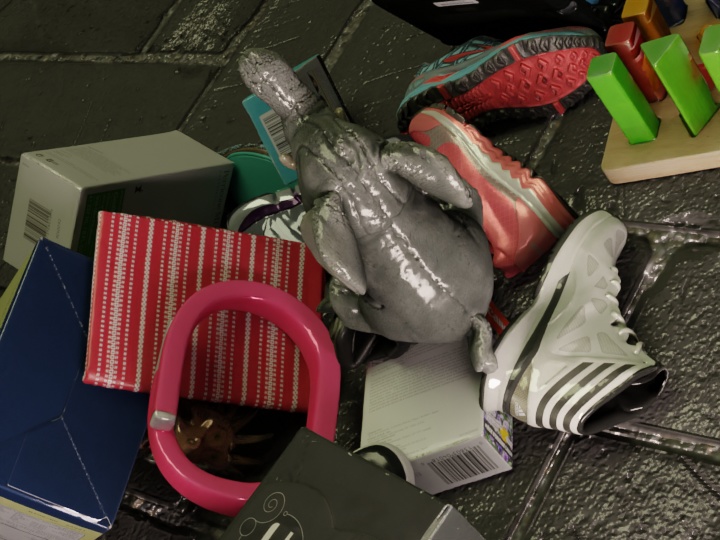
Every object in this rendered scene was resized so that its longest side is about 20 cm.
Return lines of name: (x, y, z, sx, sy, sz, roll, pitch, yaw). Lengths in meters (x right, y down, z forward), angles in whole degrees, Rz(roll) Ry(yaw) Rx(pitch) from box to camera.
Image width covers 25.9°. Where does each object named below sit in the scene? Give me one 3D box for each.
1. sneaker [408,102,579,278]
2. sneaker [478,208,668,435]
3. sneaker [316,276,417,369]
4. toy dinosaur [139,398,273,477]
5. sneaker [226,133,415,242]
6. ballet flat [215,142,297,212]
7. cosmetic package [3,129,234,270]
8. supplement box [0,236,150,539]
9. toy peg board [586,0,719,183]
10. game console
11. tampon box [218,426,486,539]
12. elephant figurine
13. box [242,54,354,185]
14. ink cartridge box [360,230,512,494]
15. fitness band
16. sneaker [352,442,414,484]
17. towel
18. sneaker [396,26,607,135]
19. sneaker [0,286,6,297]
sneaker: (0.087, -0.066, 1.275, 0.087, 0.074, 0.200, -49, 46, 2)
sneaker: (0.175, 0.045, 1.122, 0.114, 0.076, 0.201, 21, 52, 21)
sneaker: (0.000, 0.000, 1.214, 0.114, 0.076, 0.200, -37, 41, -3)
toy dinosaur: (-0.097, 0.094, 1.288, 0.200, 0.086, 0.135, -41, 39, -10)
sneaker: (-0.018, -0.045, 1.382, 0.198, 0.074, 0.088, -26, 69, 15)
ballet flat: (-0.112, -0.090, 1.496, 0.198, 0.074, 0.075, 0, 53, 38)
cosmetic package: (-0.216, -0.056, 1.413, 0.084, 0.199, 0.109, 28, 116, 30)
supplement box: (-0.257, 0.115, 1.284, 0.200, 0.133, 0.202, -38, 31, 60)
toy peg board: (0.279, -0.188, 1.213, 0.198, 0.098, 0.201, -8, 49, 36)
game console: (0.138, -0.268, 1.386, 0.199, 0.175, 0.118, 4, 78, 47)
tampon box: (0.022, 0.219, 0.960, 0.149, 0.200, 0.127, 19, 67, 49)
elephant figurine: (0.006, -0.041, 1.053, 0.153, 0.200, 0.143, 0, 58, 28)
box: (-0.051, -0.138, 1.393, 0.049, 0.083, 0.200, -26, 8, 11)
ink cartridge box: (0.060, 0.073, 1.193, 0.108, 0.050, 0.202, -22, 41, 27)
fitness band: (-0.086, 0.093, 1.182, 0.038, 0.142, 0.202, 116, 164, -47)
sneaker: (-0.048, 0.202, 1.090, 0.200, 0.112, 0.073, -48, 70, 12)
towel: (-0.119, 0.035, 1.248, 0.022, 0.197, 0.147, 140, 136, -60)
sneaker: (0.121, -0.180, 1.363, 0.198, 0.080, 0.096, -16, 40, 27)
sneaker: (-0.376, 0.104, 1.519, 0.080, 0.086, 0.202, -10, 48, 37)
